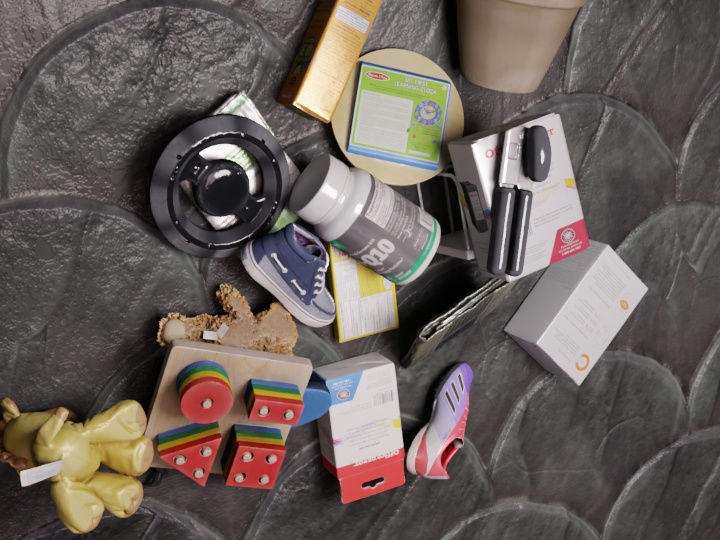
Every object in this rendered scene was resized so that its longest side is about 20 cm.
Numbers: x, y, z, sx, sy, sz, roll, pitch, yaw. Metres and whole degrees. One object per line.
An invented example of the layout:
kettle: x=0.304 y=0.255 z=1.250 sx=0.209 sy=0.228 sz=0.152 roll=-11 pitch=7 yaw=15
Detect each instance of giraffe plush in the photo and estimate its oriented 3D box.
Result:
giraffe plush: x=-0.390 y=0.234 z=1.325 sx=0.199 sy=0.162 sz=0.174 roll=14 pitch=87 yaw=-49

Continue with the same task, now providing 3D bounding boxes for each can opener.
can opener: x=0.209 y=-0.091 z=1.349 sx=0.053 sy=0.067 sz=0.201 roll=5 pitch=94 yaw=-21

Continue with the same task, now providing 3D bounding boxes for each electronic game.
electronic game: x=-0.187 y=-0.111 z=1.377 sx=0.199 sy=0.042 sz=0.201 roll=-12 pitch=117 yaw=-26

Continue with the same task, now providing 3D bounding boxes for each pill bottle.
pill bottle: x=0.006 y=-0.073 z=1.442 sx=0.199 sy=0.113 sz=0.114 roll=32 pitch=87 yaw=-26

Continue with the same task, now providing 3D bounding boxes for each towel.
towel: x=-0.166 y=-0.128 z=1.425 sx=0.149 sy=0.031 sz=0.200 roll=-40 pitch=118 yaw=-10
towel: x=0.147 y=0.067 z=1.542 sx=0.192 sy=0.200 sz=0.035 roll=-33 pitch=79 yaw=-15

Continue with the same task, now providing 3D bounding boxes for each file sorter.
file sorter: x=0.202 y=-0.106 z=1.547 sx=0.199 sy=0.139 sz=0.125 roll=-15 pitch=104 yaw=-23

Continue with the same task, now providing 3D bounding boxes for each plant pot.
plant pot: x=0.217 y=-0.358 z=1.485 sx=0.199 sy=0.200 sz=0.175 roll=-3 pitch=119 yaw=-26

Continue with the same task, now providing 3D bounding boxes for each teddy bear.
teddy bear: x=-0.188 y=0.099 z=1.433 sx=0.199 sy=0.067 sz=0.146 roll=-28 pitch=89 yaw=-29

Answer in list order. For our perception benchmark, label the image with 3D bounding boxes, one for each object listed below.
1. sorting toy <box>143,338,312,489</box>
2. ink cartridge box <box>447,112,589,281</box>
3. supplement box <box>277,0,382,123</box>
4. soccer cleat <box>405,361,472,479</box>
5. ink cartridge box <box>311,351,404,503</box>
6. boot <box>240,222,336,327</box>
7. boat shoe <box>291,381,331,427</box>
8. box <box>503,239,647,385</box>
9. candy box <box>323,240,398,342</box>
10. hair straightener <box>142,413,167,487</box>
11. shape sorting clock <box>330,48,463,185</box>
sorting toy: x=-0.181 y=0.206 z=1.381 sx=0.198 sy=0.070 sz=0.201 roll=11 pitch=117 yaw=-22
ink cartridge box: x=0.222 y=-0.104 z=1.435 sx=0.147 sy=0.086 sz=0.201 roll=-20 pitch=102 yaw=-19
supplement box: x=-0.041 y=-0.309 z=1.421 sx=0.069 sy=0.066 sz=0.201 roll=21 pitch=91 yaw=-28
soccer cleat: x=0.141 y=0.235 z=1.600 sx=0.201 sy=0.073 sz=0.068 roll=-60 pitch=145 yaw=-26
ink cartridge box: x=-0.002 y=0.238 z=1.560 sx=0.116 sy=0.067 sz=0.201 roll=-13 pitch=106 yaw=-23
boot: x=-0.072 y=0.010 z=1.435 sx=0.090 sy=0.073 sz=0.200 roll=-24 pitch=141 yaw=24
boat shoe: x=-0.142 y=0.180 z=1.462 sx=0.199 sy=0.069 sz=0.085 roll=-3 pitch=121 yaw=-15
box: x=0.352 y=0.064 z=1.680 sx=0.124 sy=0.097 sz=0.200 roll=42 pitch=81 yaw=-28
candy box: x=0.000 y=0.000 z=1.532 sx=0.102 sy=0.026 sz=0.201 roll=-11 pitch=106 yaw=-21
hair straightener: x=-0.291 y=0.217 z=1.435 sx=0.077 sy=0.041 sz=0.201 roll=13 pitch=99 yaw=-28
shape sorting clock: x=0.053 y=-0.221 z=1.477 sx=0.199 sy=0.039 sz=0.201 roll=1 pitch=87 yaw=-13
